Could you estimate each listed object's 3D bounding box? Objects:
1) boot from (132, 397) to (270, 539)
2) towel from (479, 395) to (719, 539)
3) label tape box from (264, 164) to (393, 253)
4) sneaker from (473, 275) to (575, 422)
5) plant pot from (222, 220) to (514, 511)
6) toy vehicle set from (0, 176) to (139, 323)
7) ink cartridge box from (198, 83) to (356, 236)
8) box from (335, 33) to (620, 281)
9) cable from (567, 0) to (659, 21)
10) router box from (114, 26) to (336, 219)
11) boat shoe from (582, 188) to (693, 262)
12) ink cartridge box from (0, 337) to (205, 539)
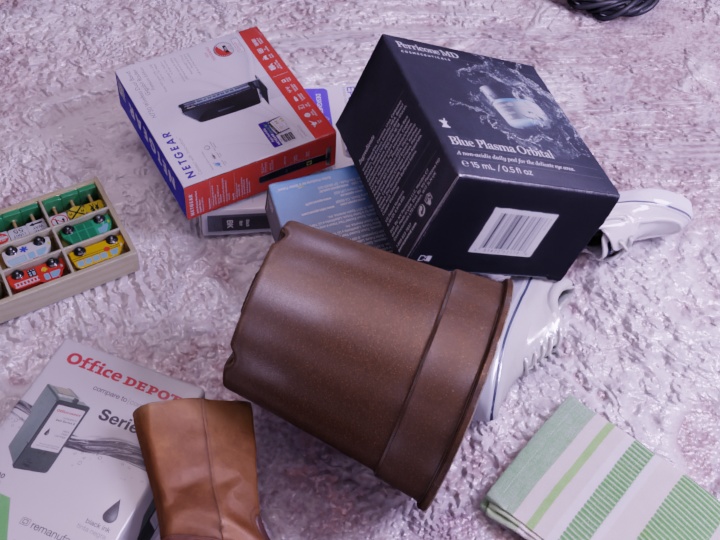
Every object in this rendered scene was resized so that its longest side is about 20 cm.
[{"bbox_3d":[-0.082,0.198,0.795,0.185,0.069,0.202,5,48,-27],"label":"boot"},{"bbox_3d":[0.221,0.213,0.867,0.199,0.024,0.152,34,55,25],"label":"towel"},{"bbox_3d":[0.000,0.000,0.999,0.142,0.063,0.203,-14,72,-16],"label":"label tape box"},{"bbox_3d":[0.158,0.064,0.957,0.070,0.074,0.202,16,49,15],"label":"sneaker"},{"bbox_3d":[0.002,0.064,0.840,0.195,0.202,0.202,23,50,3],"label":"plant pot"},{"bbox_3d":[-0.339,-0.016,1.026,0.197,0.027,0.125,-23,54,-22],"label":"toy vehicle set"},{"bbox_3d":[-0.084,-0.129,1.130,0.195,0.044,0.201,-4,50,-6],"label":"ink cartridge box"},{"bbox_3d":[0.107,-0.106,0.964,0.193,0.118,0.202,4,45,-32],"label":"box"},{"bbox_3d":[0.329,-0.413,1.409,0.197,0.051,0.164,26,57,15],"label":"cable"},{"bbox_3d":[-0.147,-0.166,1.095,0.177,0.049,0.201,-22,56,-21],"label":"router box"},{"bbox_3d":[0.257,-0.041,1.067,0.195,0.074,0.067,-2,63,-1],"label":"boat shoe"},{"bbox_3d":[-0.231,0.172,0.830,0.143,0.085,0.202,18,50,11],"label":"ink cartridge box"}]
